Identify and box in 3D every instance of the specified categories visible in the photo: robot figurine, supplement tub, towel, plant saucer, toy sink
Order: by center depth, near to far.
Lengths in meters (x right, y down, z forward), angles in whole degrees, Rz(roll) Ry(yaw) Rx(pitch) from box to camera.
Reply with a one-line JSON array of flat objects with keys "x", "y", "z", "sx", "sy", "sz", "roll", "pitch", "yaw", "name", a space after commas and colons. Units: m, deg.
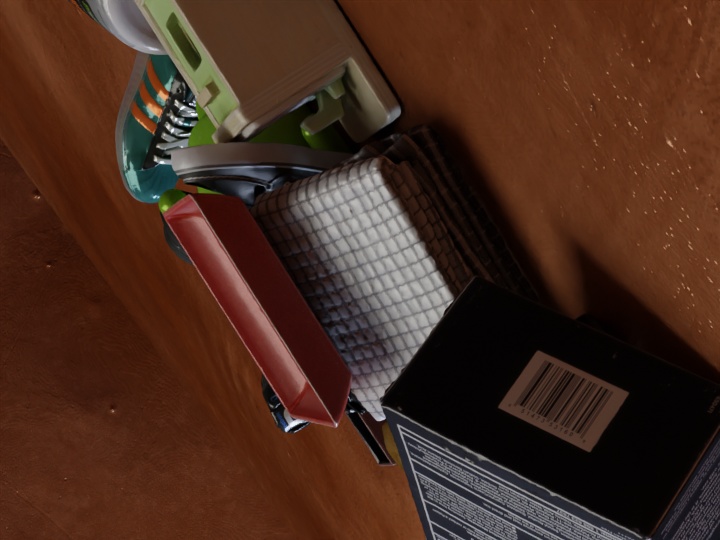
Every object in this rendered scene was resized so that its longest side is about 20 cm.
[{"x": 0.028, "y": 0.001, "z": 1.347, "sx": 0.165, "sy": 0.086, "sz": 0.201, "roll": -20, "pitch": 106, "yaw": 47, "name": "towel"}, {"x": -0.078, "y": -0.166, "z": 1.391, "sx": 0.201, "sy": 0.112, "sz": 0.130, "roll": 57, "pitch": 168, "yaw": -3, "name": "toy sink"}, {"x": -0.076, "y": 0.025, "z": 1.399, "sx": 0.201, "sy": 0.037, "sz": 0.200, "roll": 59, "pitch": 169, "yaw": -4, "name": "plant saucer"}, {"x": -0.081, "y": -0.071, "z": 1.557, "sx": 0.116, "sy": 0.175, "sz": 0.201, "roll": 33, "pitch": -143, "yaw": -58, "name": "robot figurine"}, {"x": -0.200, "y": -0.269, "z": 1.566, "sx": 0.200, "sy": 0.122, "sz": 0.123, "roll": 38, "pitch": 158, "yaw": 54, "name": "supplement tub"}]

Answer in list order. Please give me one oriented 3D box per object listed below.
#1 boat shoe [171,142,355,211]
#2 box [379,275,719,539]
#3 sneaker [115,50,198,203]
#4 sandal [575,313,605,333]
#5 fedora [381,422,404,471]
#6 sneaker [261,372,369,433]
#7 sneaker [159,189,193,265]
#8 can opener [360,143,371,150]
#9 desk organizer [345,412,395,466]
[{"x": -0.060, "y": -0.066, "z": 1.428, "sx": 0.068, "sy": 0.199, "sz": 0.057, "roll": -8, "pitch": 82, "yaw": 50, "name": "boat shoe"}, {"x": 0.138, "y": 0.135, "z": 1.196, "sx": 0.199, "sy": 0.123, "sz": 0.199, "roll": 26, "pitch": 153, "yaw": 27, "name": "box"}, {"x": -0.168, "y": -0.154, "z": 1.660, "sx": 0.080, "sy": 0.071, "sz": 0.201, "roll": 22, "pitch": 105, "yaw": 43, "name": "sneaker"}, {"x": 0.155, "y": 0.086, "z": 1.301, "sx": 0.076, "sy": 0.043, "sz": 0.200, "roll": 54, "pitch": 167, "yaw": 10, "name": "sandal"}, {"x": 0.113, "y": 0.176, "z": 1.564, "sx": 0.200, "sy": 0.082, "sz": 0.201, "roll": 37, "pitch": 168, "yaw": 9, "name": "fedora"}, {"x": -0.019, "y": 0.109, "z": 1.565, "sx": 0.073, "sy": 0.112, "sz": 0.200, "roll": 55, "pitch": 170, "yaw": -28, "name": "sneaker"}, {"x": -0.112, "y": -0.015, "z": 1.733, "sx": 0.199, "sy": 0.076, "sz": 0.091, "roll": 25, "pitch": 168, "yaw": 14, "name": "sneaker"}, {"x": 0.000, "y": 0.000, "z": 1.440, "sx": 0.053, "sy": 0.067, "sz": 0.201, "roll": 40, "pitch": 133, "yaw": 52, "name": "can opener"}, {"x": 0.003, "y": 0.092, "z": 1.802, "sx": 0.200, "sy": 0.077, "sz": 0.072, "roll": 57, "pitch": 167, "yaw": -1, "name": "desk organizer"}]
